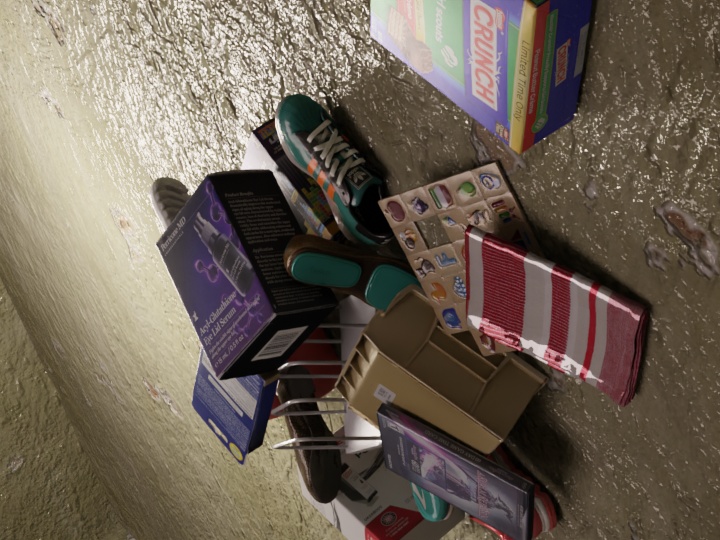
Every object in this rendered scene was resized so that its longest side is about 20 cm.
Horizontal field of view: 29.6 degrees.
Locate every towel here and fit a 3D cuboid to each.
[{"bbox_3d":[0.187,0.045,1.343,0.199,0.023,0.145,27,145,26],"label":"towel"}]

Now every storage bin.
[{"bbox_3d":[0.084,0.134,1.565,0.198,0.094,0.200,36,155,5],"label":"storage bin"}]

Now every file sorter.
[{"bbox_3d":[-0.045,0.126,1.723,0.139,0.123,0.203,148,121,-68],"label":"file sorter"}]

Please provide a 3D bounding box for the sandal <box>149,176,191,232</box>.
[{"bbox_3d":[-0.222,-0.024,1.734,0.050,0.082,0.205,-40,58,38],"label":"sandal"}]

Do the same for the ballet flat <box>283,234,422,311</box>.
[{"bbox_3d":[0.000,0.000,1.586,0.073,0.198,0.068,-109,39,-56],"label":"ballet flat"}]

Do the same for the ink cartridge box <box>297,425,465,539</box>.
[{"bbox_3d":[0.027,0.305,1.901,0.199,0.146,0.083,37,151,35],"label":"ink cartridge box"}]

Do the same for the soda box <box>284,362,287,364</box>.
[{"bbox_3d":[-0.160,0.036,1.791,0.067,0.064,0.203,-8,96,51],"label":"soda box"}]

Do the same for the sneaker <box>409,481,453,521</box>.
[{"bbox_3d":[0.063,0.234,1.764,0.077,0.079,0.202,-13,98,45],"label":"sneaker"}]

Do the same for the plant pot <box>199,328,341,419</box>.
[{"bbox_3d":[-0.142,0.097,1.923,0.200,0.199,0.179,7,118,61],"label":"plant pot"}]

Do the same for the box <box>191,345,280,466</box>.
[{"bbox_3d":[-0.164,0.153,1.757,0.121,0.032,0.201,46,143,23],"label":"box"}]

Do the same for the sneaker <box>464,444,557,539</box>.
[{"bbox_3d":[0.148,0.259,1.677,0.200,0.086,0.074,43,153,27],"label":"sneaker"}]

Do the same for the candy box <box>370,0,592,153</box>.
[{"bbox_3d":[0.097,-0.223,1.152,0.200,0.077,0.170,42,153,28],"label":"candy box"}]

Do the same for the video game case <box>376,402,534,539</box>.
[{"bbox_3d":[0.110,0.236,1.572,0.198,0.019,0.144,27,153,22],"label":"video game case"}]

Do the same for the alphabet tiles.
[{"bbox_3d":[0.122,-0.004,1.409,0.166,0.008,0.202,-15,109,44],"label":"alphabet tiles"}]

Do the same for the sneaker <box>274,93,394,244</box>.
[{"bbox_3d":[-0.019,-0.116,1.540,0.201,0.071,0.080,55,157,-19],"label":"sneaker"}]

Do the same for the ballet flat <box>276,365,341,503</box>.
[{"bbox_3d":[-0.074,0.218,1.826,0.046,0.067,0.202,-2,113,40],"label":"ballet flat"}]

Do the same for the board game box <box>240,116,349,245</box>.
[{"bbox_3d":[-0.084,-0.080,1.724,0.166,0.056,0.200,50,157,10],"label":"board game box"}]

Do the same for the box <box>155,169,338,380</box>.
[{"bbox_3d":[-0.138,0.003,1.627,0.148,0.104,0.201,-47,62,39],"label":"box"}]
